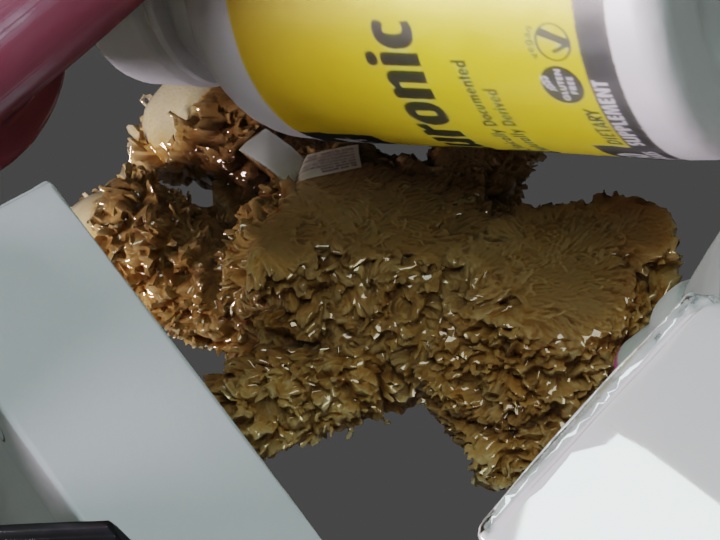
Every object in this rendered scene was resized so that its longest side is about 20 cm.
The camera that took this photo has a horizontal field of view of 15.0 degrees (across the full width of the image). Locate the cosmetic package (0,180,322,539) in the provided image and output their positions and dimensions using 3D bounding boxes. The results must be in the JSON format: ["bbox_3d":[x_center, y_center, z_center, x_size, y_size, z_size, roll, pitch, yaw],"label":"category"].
[{"bbox_3d":[-0.043,0.096,0.708,0.052,0.151,0.200,-28,61,-21],"label":"cosmetic package"}]

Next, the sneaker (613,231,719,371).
[{"bbox_3d":[0.162,0.032,0.688,0.199,0.081,0.089,28,107,23],"label":"sneaker"}]

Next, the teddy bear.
[{"bbox_3d":[0.000,0.000,0.816,0.199,0.067,0.145,6,51,16],"label":"teddy bear"}]

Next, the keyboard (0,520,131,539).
[{"bbox_3d":[-0.123,0.119,0.647,0.199,0.128,0.021,-5,19,21],"label":"keyboard"}]

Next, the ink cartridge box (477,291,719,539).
[{"bbox_3d":[0.112,0.113,0.654,0.146,0.200,0.085,38,72,24],"label":"ink cartridge box"}]

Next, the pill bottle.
[{"bbox_3d":[0.020,-0.090,0.764,0.199,0.111,0.112,5,60,35],"label":"pill bottle"}]

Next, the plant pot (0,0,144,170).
[{"bbox_3d":[-0.107,-0.128,0.688,0.179,0.200,0.201,-25,56,27],"label":"plant pot"}]
